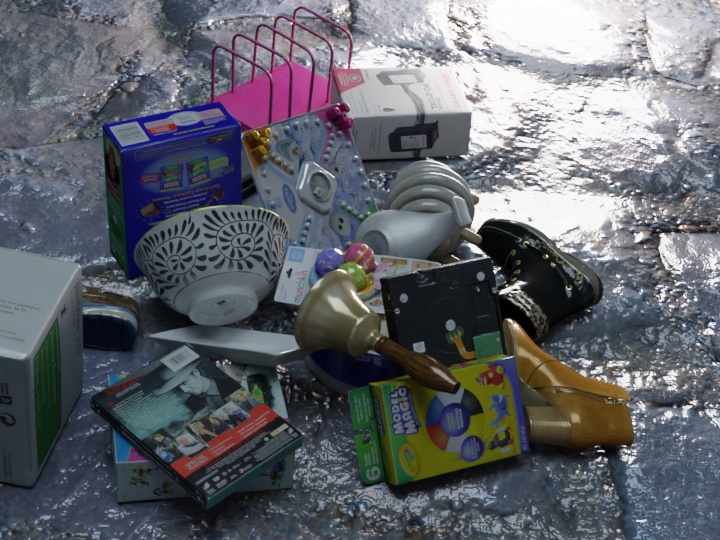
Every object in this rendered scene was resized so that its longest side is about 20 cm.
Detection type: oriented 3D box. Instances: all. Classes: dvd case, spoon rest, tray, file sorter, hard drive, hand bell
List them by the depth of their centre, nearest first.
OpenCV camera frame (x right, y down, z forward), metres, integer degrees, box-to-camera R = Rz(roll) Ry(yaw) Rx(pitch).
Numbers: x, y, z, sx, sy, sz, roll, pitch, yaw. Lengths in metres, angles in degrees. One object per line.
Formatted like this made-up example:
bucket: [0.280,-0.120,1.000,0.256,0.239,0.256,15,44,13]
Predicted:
dvd case: [-0.181,0.166,1.475,0.199,0.022,0.145,34,45,28]
hand bell: [0.031,0.088,1.504,0.199,0.105,0.104,29,43,31]
hard drive: [0.105,0.094,1.581,0.138,0.202,0.038,-12,3,-21]
tray: [-0.149,0.091,1.612,0.198,0.022,0.107,6,8,33]
spoon rest: [0.070,-0.045,1.751,0.060,0.199,0.100,-7,78,-49]
file sorter: [-0.124,-0.316,2.105,0.138,0.126,0.199,31,44,27]

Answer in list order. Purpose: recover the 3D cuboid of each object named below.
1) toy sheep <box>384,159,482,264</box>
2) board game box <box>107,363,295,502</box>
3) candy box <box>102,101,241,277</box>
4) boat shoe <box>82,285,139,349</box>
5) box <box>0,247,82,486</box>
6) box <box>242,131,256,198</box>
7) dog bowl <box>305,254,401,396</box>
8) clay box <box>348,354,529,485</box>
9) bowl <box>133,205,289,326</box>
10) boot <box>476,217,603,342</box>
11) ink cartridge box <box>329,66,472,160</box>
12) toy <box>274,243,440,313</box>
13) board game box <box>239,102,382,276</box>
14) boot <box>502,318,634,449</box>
toy sheep: [0.098,-0.084,1.846,0.136,0.139,0.201,4,37,-3]
board game box: [-0.184,0.182,1.523,0.198,0.065,0.148,-4,38,-13]
candy box: [-0.246,-0.106,1.763,0.168,0.202,0.077,-15,39,-24]
boat shoe: [-0.374,0.048,1.666,0.198,0.073,0.073,14,33,-7]
box: [-0.427,0.098,1.483,0.198,0.200,0.172,11,38,3]
box: [-0.222,-0.145,1.950,0.142,0.036,0.199,29,42,27]
dog bowl: [0.027,0.071,1.678,0.198,0.079,0.201,4,39,-3]
clay box: [0.090,0.173,1.529,0.198,0.116,0.048,-11,4,-22]
bowl: [-0.179,0.009,1.670,0.199,0.201,0.095,-5,64,-14]
boot: [0.206,0.013,1.785,0.199,0.074,0.150,35,46,24]
ink cartridge box: [0.061,-0.246,2.075,0.198,0.085,0.145,-3,40,-12]
toy: [0.000,0.000,1.660,0.198,0.048,0.116,9,37,2]
board game box: [-0.054,-0.114,1.807,0.026,0.202,0.199,-16,5,46]
boot: [0.252,0.141,1.641,0.142,0.071,0.202,3,41,-14]
